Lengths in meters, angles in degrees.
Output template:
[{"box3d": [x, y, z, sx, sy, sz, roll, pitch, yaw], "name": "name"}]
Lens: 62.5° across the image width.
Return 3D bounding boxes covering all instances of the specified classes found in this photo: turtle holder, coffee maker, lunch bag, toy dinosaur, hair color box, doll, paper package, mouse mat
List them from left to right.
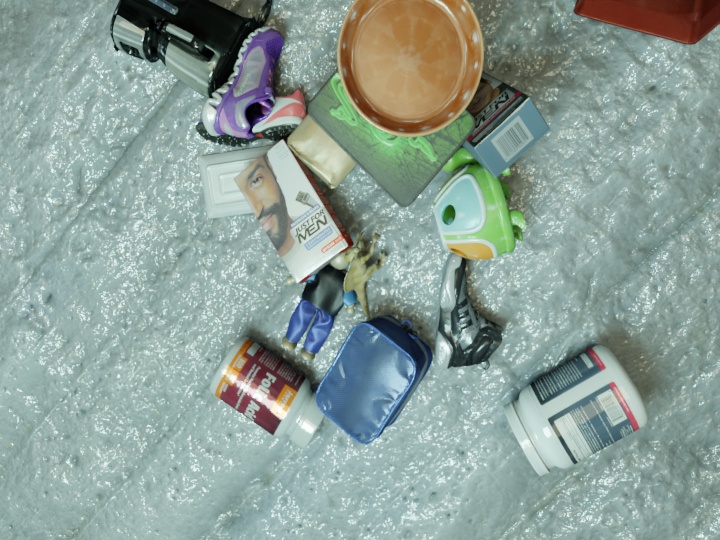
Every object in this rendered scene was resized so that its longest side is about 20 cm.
[{"box3d": [-0.273, -0.397, 0.965, 0.196, 0.135, 0.195, 30, 61, 0], "name": "coffee maker"}, {"box3d": [-0.110, -0.097, 0.984, 0.109, 0.064, 0.203, -33, 88, 10], "name": "hair color box"}, {"box3d": [-0.073, 0.050, 1.041, 0.134, 0.049, 0.204, 28, 102, 1], "name": "doll"}, {"box3d": [-0.003, -0.239, 0.911, 0.103, 0.191, 0.200, 43, 102, -7], "name": "paper package"}, {"box3d": [0.000, 0.000, 1.006, 0.057, 0.203, 0.102, 21, 60, 23], "name": "toy dinosaur"}, {"box3d": [0.031, 0.172, 1.008, 0.135, 0.132, 0.203, 37, 103, 16], "name": "lunch bag"}, {"box3d": [0.044, -0.211, 0.814, 0.199, 0.008, 0.162, 42, 96, -6], "name": "mouse mat"}, {"box3d": [0.178, -0.109, 0.936, 0.128, 0.141, 0.192, -17, 98, 11], "name": "turtle holder"}, {"box3d": [0.191, -0.223, 0.883, 0.098, 0.202, 0.061, -40, 115, 12], "name": "hair color box"}]

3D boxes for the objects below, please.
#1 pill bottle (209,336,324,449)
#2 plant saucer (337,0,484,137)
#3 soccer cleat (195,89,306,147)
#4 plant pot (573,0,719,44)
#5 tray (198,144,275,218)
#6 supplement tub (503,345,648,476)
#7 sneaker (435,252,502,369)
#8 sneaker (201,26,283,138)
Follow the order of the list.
[{"box3d": [-0.157, 0.217, 1.046, 0.197, 0.114, 0.116, 33, 102, 1], "name": "pill bottle"}, {"box3d": [0.065, -0.282, 0.784, 0.192, 0.032, 0.208, 0, 98, -1], "name": "plant saucer"}, {"box3d": [-0.184, -0.259, 1.004, 0.192, 0.068, 0.076, -2, 76, 11], "name": "soccer cleat"}, {"box3d": [0.441, -0.465, 0.828, 0.193, 0.200, 0.182, 16, 88, 4], "name": "plant pot"}, {"box3d": [-0.188, -0.157, 1.035, 0.192, 0.022, 0.112, -7, 97, 8], "name": "tray"}, {"box3d": [0.349, 0.230, 0.970, 0.197, 0.140, 0.143, -32, 95, 11], "name": "supplement tub"}, {"box3d": [0.186, 0.072, 1.001, 0.109, 0.076, 0.208, 5, 106, 6], "name": "sneaker"}, {"box3d": [-0.165, -0.290, 0.942, 0.086, 0.081, 0.205, 22, 75, 16], "name": "sneaker"}]
